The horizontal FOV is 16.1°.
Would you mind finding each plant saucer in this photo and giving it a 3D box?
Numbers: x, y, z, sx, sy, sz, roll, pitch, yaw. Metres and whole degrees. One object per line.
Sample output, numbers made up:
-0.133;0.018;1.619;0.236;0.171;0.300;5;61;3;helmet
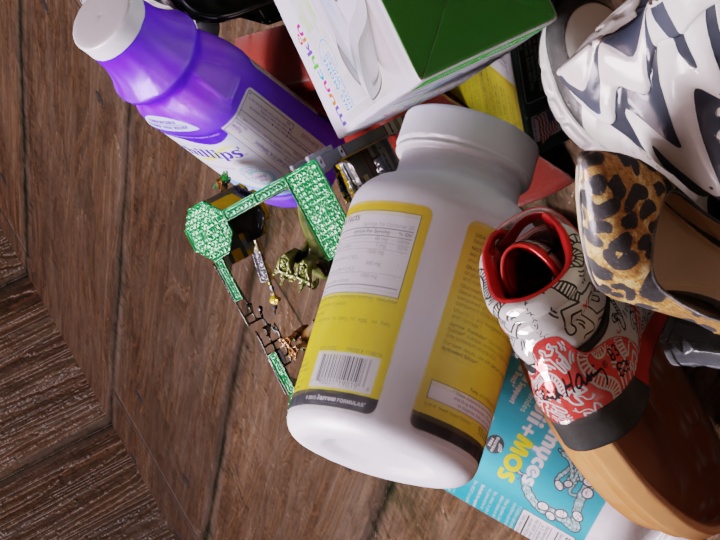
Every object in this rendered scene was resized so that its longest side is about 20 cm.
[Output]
0.018;-0.093;1.669;0.200;0.037;0.200;31;172;-17;plant saucer
0.150;0.075;1.506;0.200;0.037;0.200;47;-157;-26;plant saucer

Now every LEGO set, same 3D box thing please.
0.000;0.000;1.566;0.154;0.116;0.200;-39;84;40;LEGO set

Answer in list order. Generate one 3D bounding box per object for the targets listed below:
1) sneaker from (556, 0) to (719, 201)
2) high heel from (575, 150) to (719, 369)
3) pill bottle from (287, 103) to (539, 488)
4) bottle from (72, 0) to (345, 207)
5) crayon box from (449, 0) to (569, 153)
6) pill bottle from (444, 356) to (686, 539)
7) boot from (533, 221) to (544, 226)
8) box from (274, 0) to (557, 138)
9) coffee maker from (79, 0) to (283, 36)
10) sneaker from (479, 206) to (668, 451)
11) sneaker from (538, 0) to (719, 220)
0.194;-0.097;1.260;0.130;0.080;0.199;46;144;-6;sneaker
0.196;-0.003;1.284;0.142;0.072;0.200;5;152;33;high heel
0.037;0.014;1.433;0.112;0.201;0.112;16;165;4;pill bottle
-0.096;-0.109;1.587;0.083;0.065;0.200;9;160;44;bottle
0.064;-0.172;1.570;0.200;0.051;0.127;45;155;46;crayon box
0.129;0.119;1.621;0.200;0.111;0.111;29;156;7;pill bottle
0.107;0.032;1.731;0.200;0.077;0.156;9;129;59;boot
0.007;-0.197;1.448;0.200;0.097;0.176;65;162;0;box
-0.084;-0.236;1.664;0.135;0.192;0.200;49;165;-22;coffee maker
0.117;0.000;1.382;0.108;0.067;0.202;60;-157;-24;sneaker
0.172;-0.071;1.387;0.200;0.074;0.080;56;150;7;sneaker
